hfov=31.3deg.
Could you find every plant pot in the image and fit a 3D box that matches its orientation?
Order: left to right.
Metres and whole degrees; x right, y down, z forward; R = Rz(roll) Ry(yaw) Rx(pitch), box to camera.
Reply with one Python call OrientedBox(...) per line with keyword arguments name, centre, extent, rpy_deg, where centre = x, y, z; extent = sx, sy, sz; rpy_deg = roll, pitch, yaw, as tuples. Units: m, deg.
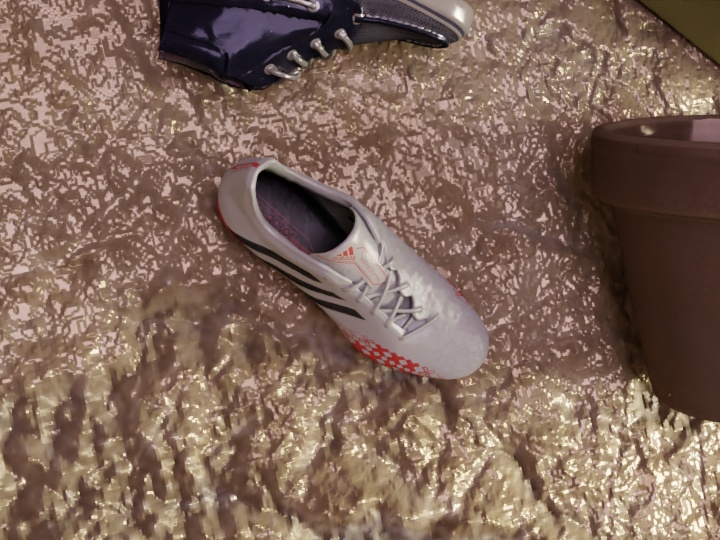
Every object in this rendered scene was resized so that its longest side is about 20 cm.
OrientedBox(name="plant pot", centre=(0.245, -0.003, 0.808), extent=(0.197, 0.200, 0.178), rpy_deg=(-6, 102, -17))

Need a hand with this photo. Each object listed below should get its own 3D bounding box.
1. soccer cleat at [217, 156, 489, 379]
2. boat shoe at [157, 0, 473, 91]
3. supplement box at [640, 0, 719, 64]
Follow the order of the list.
OrientedBox(name="soccer cleat", centre=(0.000, 0.000, 0.774), extent=(0.199, 0.085, 0.069), rpy_deg=(38, 75, -9))
OrientedBox(name="boat shoe", centre=(-0.033, -0.148, 0.797), extent=(0.197, 0.075, 0.094), rpy_deg=(15, 87, -7))
OrientedBox(name="supplement box", centre=(0.275, -0.238, 0.824), extent=(0.199, 0.200, 0.135), rpy_deg=(35, 76, -9))
